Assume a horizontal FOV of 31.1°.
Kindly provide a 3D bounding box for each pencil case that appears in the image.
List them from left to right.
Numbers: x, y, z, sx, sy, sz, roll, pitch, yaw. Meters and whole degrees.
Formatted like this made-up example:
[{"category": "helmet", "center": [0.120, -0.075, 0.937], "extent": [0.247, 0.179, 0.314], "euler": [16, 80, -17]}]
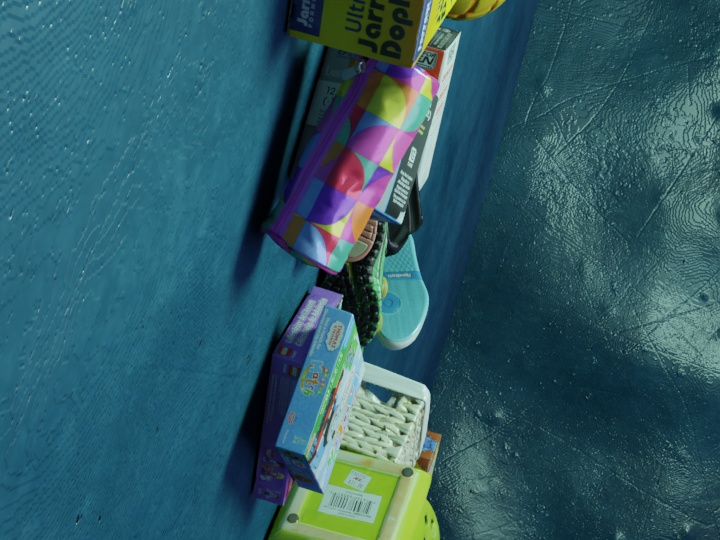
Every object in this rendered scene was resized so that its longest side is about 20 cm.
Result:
[{"category": "pencil case", "center": [-0.011, -0.099, 1.105], "extent": [0.201, 0.088, 0.088], "euler": [-64, 172, 5]}]

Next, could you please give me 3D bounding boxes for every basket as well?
[{"category": "basket", "center": [0.011, 0.232, 1.780], "extent": [0.201, 0.135, 0.124], "euler": [92, 20, -57]}]

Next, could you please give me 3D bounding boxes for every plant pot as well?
[{"category": "plant pot", "center": [-0.013, 0.347, 1.653], "extent": [0.200, 0.198, 0.182], "euler": [-65, 161, -44]}]

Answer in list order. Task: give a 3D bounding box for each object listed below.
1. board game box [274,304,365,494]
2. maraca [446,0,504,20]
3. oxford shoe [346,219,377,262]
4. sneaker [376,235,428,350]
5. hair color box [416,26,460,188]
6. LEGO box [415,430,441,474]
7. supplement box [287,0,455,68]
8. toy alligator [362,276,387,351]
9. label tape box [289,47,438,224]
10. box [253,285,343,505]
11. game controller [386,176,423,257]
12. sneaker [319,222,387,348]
[{"category": "board game box", "center": [-0.039, 0.141, 1.360], "extent": [0.200, 0.036, 0.152], "euler": [81, 27, -70]}, {"category": "maraca", "center": [0.111, -0.332, 1.450], "extent": [0.200, 0.136, 0.108], "euler": [-45, 118, -58]}, {"category": "oxford shoe", "center": [-0.008, -0.110, 1.336], "extent": [0.074, 0.070, 0.202], "euler": [-175, -79, -73]}, {"category": "sneaker", "center": [0.040, 0.051, 1.689], "extent": [0.131, 0.079, 0.201], "euler": [100, -7, -46]}, {"category": "hair color box", "center": [0.067, -0.196, 1.602], "extent": [0.102, 0.061, 0.201], "euler": [-57, 162, -62]}, {"category": "LEGO box", "center": [0.030, 0.333, 2.013], "extent": [0.077, 0.148, 0.201], "euler": [-58, 161, -61]}, {"category": "supplement box", "center": [0.026, -0.265, 1.068], "extent": [0.200, 0.109, 0.110], "euler": [-61, 164, -54]}, {"category": "toy alligator", "center": [-0.004, 0.010, 1.577], "extent": [0.054, 0.059, 0.202], "euler": [18, -78, 55]}, {"category": "label tape box", "center": [0.016, -0.158, 1.229], "extent": [0.143, 0.066, 0.202], "euler": [25, 83, -64]}, {"category": "box", "center": [-0.068, 0.137, 1.412], "extent": [0.137, 0.039, 0.201], "euler": [-62, 165, -56]}, {"category": "game controller", "center": [0.036, -0.117, 1.514], "extent": [0.104, 0.042, 0.201], "euler": [-46, 138, -43]}, {"category": "sneaker", "center": [0.000, 0.000, 1.475], "extent": [0.085, 0.077, 0.202], "euler": [-54, 158, -67]}]
